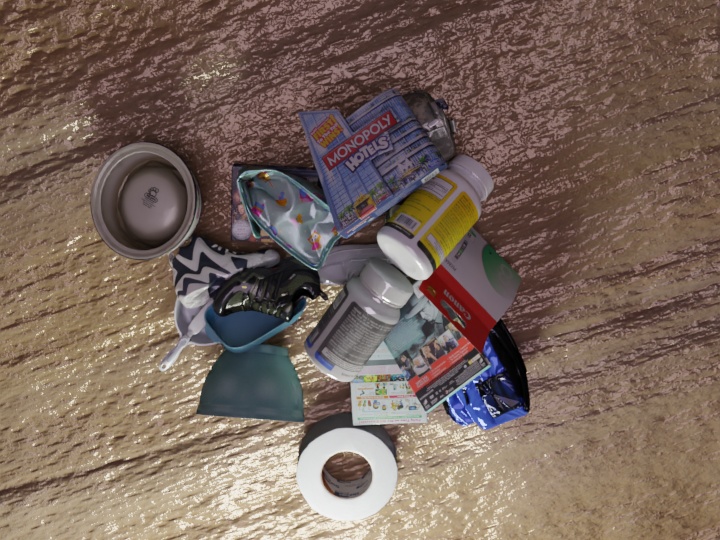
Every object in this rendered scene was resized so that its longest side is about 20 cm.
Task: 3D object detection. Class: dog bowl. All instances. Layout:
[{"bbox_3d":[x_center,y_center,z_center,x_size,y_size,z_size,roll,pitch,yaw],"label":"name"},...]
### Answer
[{"bbox_3d":[-0.365,-0.118,1.439,0.197,0.074,0.204,0,89,12],"label":"dog bowl"}]

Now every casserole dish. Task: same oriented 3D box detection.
[{"bbox_3d":[-0.187,0.078,1.486,0.199,0.121,0.039,-32,146,-24],"label":"casserole dish"}]

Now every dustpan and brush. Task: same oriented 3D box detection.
[{"bbox_3d":[-0.308,0.105,1.536,0.139,0.057,0.200,39,102,-11],"label":"dustpan and brush"}]

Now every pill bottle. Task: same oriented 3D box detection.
[{"bbox_3d":[0.128,-0.092,1.360,0.113,0.112,0.200,45,75,-12],"label":"pill bottle"},{"bbox_3d":[-0.001,0.085,1.438,0.113,0.114,0.201,34,108,-9],"label":"pill bottle"}]

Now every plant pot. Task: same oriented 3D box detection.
[{"bbox_3d":[-0.196,0.204,1.513,0.197,0.200,0.137,4,79,-1],"label":"plant pot"}]

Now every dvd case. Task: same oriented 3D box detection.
[{"bbox_3d":[0.120,0.123,1.445,0.146,0.022,0.201,-40,68,17],"label":"dvd case"}]

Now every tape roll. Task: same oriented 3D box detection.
[{"bbox_3d":[-0.026,0.385,1.616,0.197,0.066,0.204,0,106,-1],"label":"tape roll"}]

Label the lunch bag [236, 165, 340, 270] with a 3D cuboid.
[{"bbox_3d":[-0.126,-0.104,1.383,0.199,0.170,0.123,34,96,-10],"label":"lunch bag"}]

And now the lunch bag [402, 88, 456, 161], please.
[{"bbox_3d":[0.063,-0.211,1.392,0.198,0.168,0.141,-25,105,6],"label":"lunch bag"}]

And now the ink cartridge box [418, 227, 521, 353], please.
[{"bbox_3d":[0.192,0.021,1.421,0.161,0.201,0.050,45,126,-10],"label":"ink cartridge box"}]

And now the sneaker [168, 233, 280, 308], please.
[{"bbox_3d":[-0.254,-0.026,1.486,0.197,0.080,0.130,-25,66,-16],"label":"sneaker"}]

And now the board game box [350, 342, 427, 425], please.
[{"bbox_3d":[0.053,0.187,1.561,0.145,0.064,0.203,-2,105,1],"label":"board game box"}]

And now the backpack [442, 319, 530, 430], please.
[{"bbox_3d":[0.208,0.171,1.506,0.166,0.163,0.202,-24,106,10],"label":"backpack"}]

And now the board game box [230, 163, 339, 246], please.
[{"bbox_3d":[-0.133,-0.118,1.486,0.196,0.035,0.138,2,106,-1],"label":"board game box"}]

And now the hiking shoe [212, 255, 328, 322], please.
[{"bbox_3d":[-0.159,0.046,1.438,0.197,0.102,0.076,-22,149,-7],"label":"hiking shoe"}]

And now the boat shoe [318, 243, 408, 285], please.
[{"bbox_3d":[0.000,0.000,1.497,0.196,0.069,0.073,-4,127,-2],"label":"boat shoe"}]

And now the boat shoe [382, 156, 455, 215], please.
[{"bbox_3d":[0.095,-0.128,1.466,0.198,0.070,0.071,-25,103,7],"label":"boat shoe"}]

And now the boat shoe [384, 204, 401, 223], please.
[{"bbox_3d":[0.107,-0.042,1.468,0.060,0.073,0.201,-23,132,40],"label":"boat shoe"}]

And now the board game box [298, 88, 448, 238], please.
[{"bbox_3d":[0.001,-0.191,1.288,0.199,0.062,0.201,-35,78,7],"label":"board game box"}]
